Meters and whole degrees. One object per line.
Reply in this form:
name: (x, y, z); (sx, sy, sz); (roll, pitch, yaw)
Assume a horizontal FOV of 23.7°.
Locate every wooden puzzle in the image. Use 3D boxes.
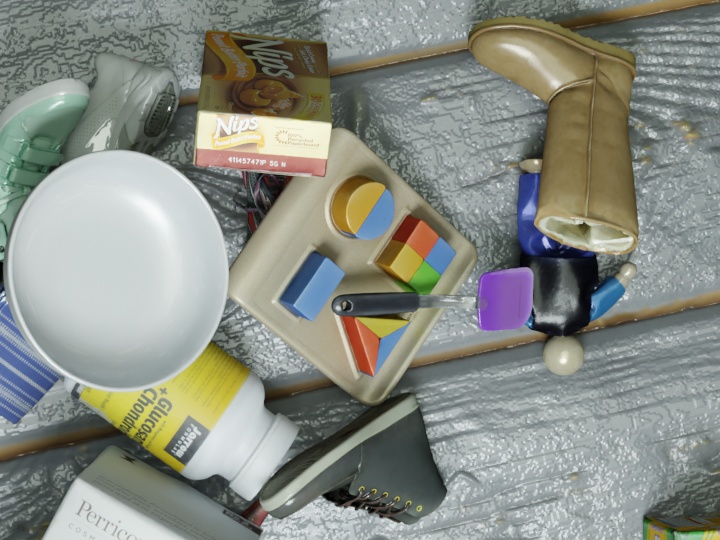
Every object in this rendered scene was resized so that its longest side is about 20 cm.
wooden puzzle: (0.000, 0.000, 1.554); (0.200, 0.046, 0.186); (40, 79, -27)

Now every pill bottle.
pill bottle: (-0.157, 0.116, 1.538); (0.199, 0.112, 0.112); (36, 85, -3)

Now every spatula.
spatula: (0.068, 0.029, 1.550); (0.198, 0.021, 0.057); (-2, 98, -17)

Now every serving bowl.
serving bowl: (-0.213, 0.001, 1.449); (0.199, 0.066, 0.202); (2, 86, -31)

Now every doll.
doll: (0.192, -0.003, 1.610); (0.135, 0.048, 0.202); (0, 87, -5)

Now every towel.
towel: (-0.278, 0.036, 1.526); (0.024, 0.145, 0.200); (37, 83, 30)

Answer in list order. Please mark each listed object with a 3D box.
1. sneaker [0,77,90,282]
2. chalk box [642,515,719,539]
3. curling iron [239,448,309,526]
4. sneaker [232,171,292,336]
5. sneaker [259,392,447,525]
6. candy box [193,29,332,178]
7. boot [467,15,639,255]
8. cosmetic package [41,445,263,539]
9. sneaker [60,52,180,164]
sneaker: (-0.288, -0.071, 1.511); (0.200, 0.074, 0.119); (-42, 65, 24)
chalk box: (0.333, 0.330, 1.572); (0.123, 0.124, 0.202); (-1, 86, -6)
curling iron: (-0.107, 0.234, 1.573); (0.200, 0.050, 0.026); (-42, 89, 0)
sneaker: (-0.076, -0.036, 1.572); (0.080, 0.075, 0.202); (-9, 89, -7)
sneaker: (0.003, 0.195, 1.533); (0.199, 0.075, 0.107); (-29, 95, -41)
candy box: (-0.086, -0.150, 1.515); (0.114, 0.200, 0.056); (6, 117, -6)
boot: (0.176, -0.127, 1.566); (0.173, 0.066, 0.202); (11, 61, -6)
cosmetic package: (-0.206, 0.286, 1.482); (0.164, 0.165, 0.201); (28, 95, 0)
sneaker: (-0.244, -0.106, 1.569); (0.099, 0.078, 0.201); (26, 90, 19)
